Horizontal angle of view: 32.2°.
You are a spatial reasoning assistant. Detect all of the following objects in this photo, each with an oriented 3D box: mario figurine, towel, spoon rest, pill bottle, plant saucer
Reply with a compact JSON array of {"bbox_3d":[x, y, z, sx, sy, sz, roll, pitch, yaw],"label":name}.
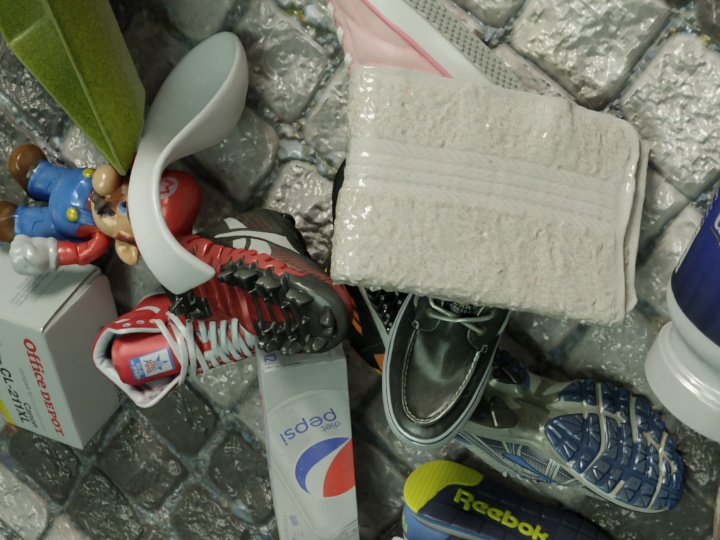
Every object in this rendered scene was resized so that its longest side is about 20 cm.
[{"bbox_3d":[-0.210,-0.062,0.957,0.198,0.106,0.125,4,102,33],"label":"mario figurine"},{"bbox_3d":[0.082,-0.042,0.755,0.198,0.034,0.134,8,83,-16],"label":"towel"},{"bbox_3d":[-0.121,-0.086,0.862,0.099,0.202,0.060,-25,139,35],"label":"spoon rest"},{"bbox_3d":[0.248,-0.001,0.723,0.115,0.116,0.201,29,124,14],"label":"pill bottle"},{"bbox_3d":[-0.222,-0.195,0.874,0.200,0.048,0.201,45,160,35],"label":"plant saucer"}]

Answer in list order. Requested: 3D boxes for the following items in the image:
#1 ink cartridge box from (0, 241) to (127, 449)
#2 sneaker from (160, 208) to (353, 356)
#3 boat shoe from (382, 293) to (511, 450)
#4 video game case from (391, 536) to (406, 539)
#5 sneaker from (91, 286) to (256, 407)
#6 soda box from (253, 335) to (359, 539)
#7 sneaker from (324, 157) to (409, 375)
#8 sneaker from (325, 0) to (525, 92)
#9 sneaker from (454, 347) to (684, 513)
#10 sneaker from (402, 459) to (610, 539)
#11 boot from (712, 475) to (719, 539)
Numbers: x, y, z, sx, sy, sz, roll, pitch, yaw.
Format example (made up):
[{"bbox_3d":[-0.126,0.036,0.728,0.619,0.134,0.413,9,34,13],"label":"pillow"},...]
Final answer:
[{"bbox_3d":[-0.305,0.050,1.058,0.198,0.083,0.147,15,135,23],"label":"ink cartridge box"},{"bbox_3d":[-0.060,0.002,0.864,0.199,0.097,0.072,15,128,50],"label":"sneaker"},{"bbox_3d":[0.063,0.016,0.801,0.071,0.071,0.202,17,84,4],"label":"boat shoe"},{"bbox_3d":[0.109,0.278,0.928,0.198,0.023,0.183,20,149,13],"label":"video game case"},{"bbox_3d":[-0.115,0.050,0.953,0.198,0.112,0.072,-8,108,32],"label":"sneaker"},{"bbox_3d":[-0.040,0.130,0.945,0.063,0.068,0.202,-8,123,-7],"label":"soda box"},{"bbox_3d":[0.000,0.000,0.868,0.089,0.070,0.201,19,142,37],"label":"sneaker"},{"bbox_3d":[0.007,-0.146,0.816,0.200,0.075,0.105,46,121,-2],"label":"sneaker"},{"bbox_3d":[0.131,0.114,0.876,0.198,0.078,0.085,27,153,1],"label":"sneaker"},{"bbox_3d":[0.118,0.218,0.928,0.199,0.074,0.083,29,132,16],"label":"sneaker"},{"bbox_3d":[0.309,0.214,0.805,0.145,0.070,0.201,13,135,37],"label":"boot"}]
